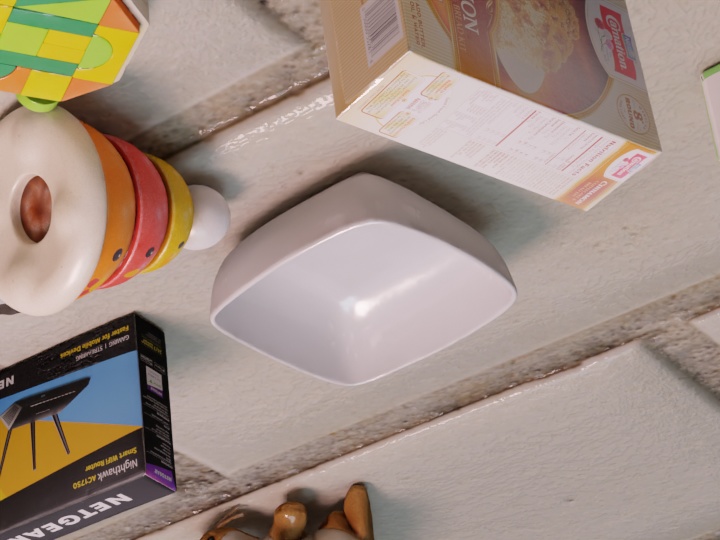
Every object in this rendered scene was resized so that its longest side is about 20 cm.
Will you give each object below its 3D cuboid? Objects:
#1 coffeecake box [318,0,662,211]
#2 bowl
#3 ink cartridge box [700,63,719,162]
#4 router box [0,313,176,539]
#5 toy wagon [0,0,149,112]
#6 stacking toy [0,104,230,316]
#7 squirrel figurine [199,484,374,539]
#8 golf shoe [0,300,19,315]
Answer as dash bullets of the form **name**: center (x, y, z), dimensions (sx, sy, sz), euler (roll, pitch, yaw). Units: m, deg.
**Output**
- **coffeecake box**: center (0.074, -0.141, 1.197), dimensions (0.199, 0.155, 0.073), euler (17, 140, -35)
- **bowl**: center (0.000, 0.000, 1.568), dimensions (0.199, 0.075, 0.199), euler (-28, 143, 31)
- **ink cartridge box**: center (0.365, -0.103, 1.473), dimensions (0.145, 0.085, 0.199), euler (-27, 144, 29)
- **router box**: center (-0.249, 0.141, 1.669), dimensions (0.199, 0.150, 0.051), euler (-24, 146, 23)
- **toy wagon**: center (-0.240, -0.165, 1.279), dimensions (0.198, 0.040, 0.155), euler (8, 145, -24)
- **stacking toy**: center (-0.168, -0.043, 1.441), dimensions (0.199, 0.147, 0.146), euler (-1, 153, -46)
- **squirrel figurine**: center (-0.077, 0.315, 2.009), dimensions (0.185, 0.143, 0.201), euler (-4, 147, 5)
- **golf shoe**: center (-0.305, -0.013, 1.477), dimensions (0.094, 0.078, 0.200), euler (-20, 146, 20)
